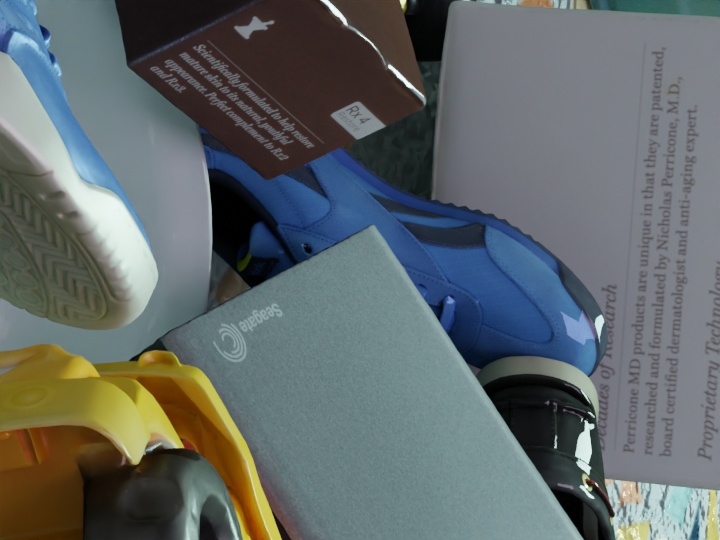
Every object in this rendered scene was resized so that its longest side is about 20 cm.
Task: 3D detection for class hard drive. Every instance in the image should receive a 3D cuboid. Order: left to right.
[{"bbox_3d":[0.017,0.090,0.754,0.201,0.033,0.139,56,34,3],"label":"hard drive"}]

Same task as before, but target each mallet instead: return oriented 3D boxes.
[{"bbox_3d":[-0.016,-0.121,0.943,0.199,0.041,0.066,-10,104,-50],"label":"mallet"}]

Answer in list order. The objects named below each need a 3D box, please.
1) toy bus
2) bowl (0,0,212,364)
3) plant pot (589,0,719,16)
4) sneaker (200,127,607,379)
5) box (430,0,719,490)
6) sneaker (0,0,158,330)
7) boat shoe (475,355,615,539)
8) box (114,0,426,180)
[{"bbox_3d":[-0.074,0.089,0.598,0.192,0.135,0.201,-73,150,-60],"label":"toy bus"},{"bbox_3d":[-0.141,-0.026,0.712,0.201,0.090,0.202,23,63,-54],"label":"bowl"},{"bbox_3d":[0.249,-0.193,1.169,0.200,0.195,0.202,-12,105,-53],"label":"plant pot"},{"bbox_3d":[0.000,0.000,0.862,0.079,0.199,0.066,-52,171,-47],"label":"sneaker"},{"bbox_3d":[0.126,-0.010,0.989,0.199,0.170,0.201,-3,97,-79],"label":"box"},{"bbox_3d":[-0.107,-0.083,0.623,0.200,0.076,0.112,50,51,-27],"label":"sneaker"},{"bbox_3d":[0.070,0.121,0.900,0.202,0.073,0.063,83,10,-49],"label":"boat shoe"},{"bbox_3d":[-0.047,-0.145,0.782,0.100,0.075,0.201,39,30,-55],"label":"box"}]
